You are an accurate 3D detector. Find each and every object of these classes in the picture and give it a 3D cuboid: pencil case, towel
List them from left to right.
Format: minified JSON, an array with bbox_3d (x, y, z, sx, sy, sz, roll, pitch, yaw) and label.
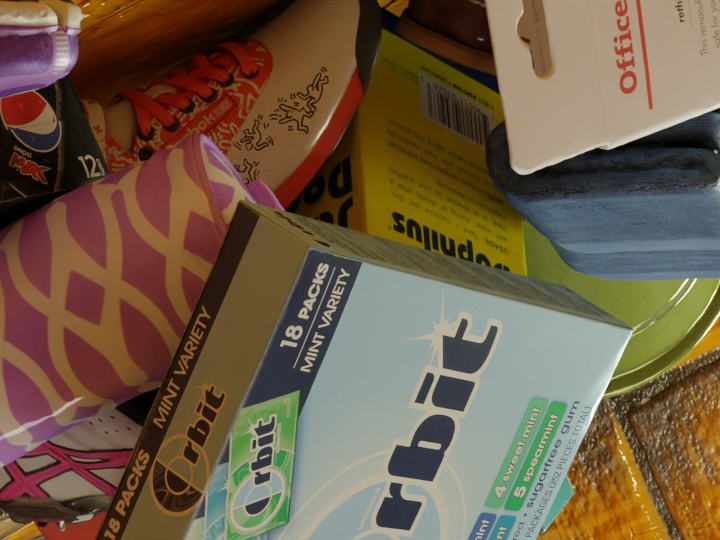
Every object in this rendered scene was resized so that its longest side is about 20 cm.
[{"bbox_3d":[-0.119,0.020,0.954,0.199,0.084,0.086,-25,-167,9],"label":"pencil case"},{"bbox_3d":[0.127,-0.035,1.111,0.111,0.049,0.200,-2,169,16],"label":"towel"}]

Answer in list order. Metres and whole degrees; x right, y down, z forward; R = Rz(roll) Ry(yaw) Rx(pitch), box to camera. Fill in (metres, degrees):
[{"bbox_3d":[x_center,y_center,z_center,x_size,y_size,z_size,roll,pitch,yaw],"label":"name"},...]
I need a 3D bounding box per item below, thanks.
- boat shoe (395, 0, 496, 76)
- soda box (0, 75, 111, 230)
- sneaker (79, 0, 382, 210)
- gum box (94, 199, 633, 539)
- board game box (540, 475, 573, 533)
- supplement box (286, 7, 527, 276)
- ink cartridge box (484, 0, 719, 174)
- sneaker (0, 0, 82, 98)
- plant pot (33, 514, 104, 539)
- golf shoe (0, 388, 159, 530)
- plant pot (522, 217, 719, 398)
[{"bbox_3d":[0.078,-0.125,1.131,0.071,0.070,0.200,-66,162,15],"label":"boat shoe"},{"bbox_3d":[-0.192,-0.017,0.995,0.199,0.064,0.071,-29,172,36],"label":"soda box"},{"bbox_3d":[-0.083,-0.056,1.042,0.202,0.108,0.067,-54,-149,3],"label":"sneaker"},{"bbox_3d":[0.000,0.075,0.949,0.199,0.044,0.171,15,103,-48],"label":"gum box"},{"bbox_3d":[0.000,0.054,1.291,0.150,0.201,0.047,-18,-167,34],"label":"board game box"},{"bbox_3d":[0.000,0.000,1.106,0.109,0.201,0.109,24,139,-38],"label":"supplement box"},{"bbox_3d":[0.117,-0.124,0.986,0.199,0.117,0.068,-20,-158,-25],"label":"ink cartridge box"},{"bbox_3d":[-0.171,-0.034,0.871,0.199,0.084,0.081,-29,172,24],"label":"sneaker"},{"bbox_3d":[-0.123,0.071,1.395,0.199,0.178,0.200,-24,172,-4],"label":"plant pot"},{"bbox_3d":[-0.106,0.061,1.028,0.199,0.093,0.072,10,-159,32],"label":"golf shoe"},{"bbox_3d":[0.103,-0.054,1.314,0.199,0.201,0.190,-24,160,-1],"label":"plant pot"}]
